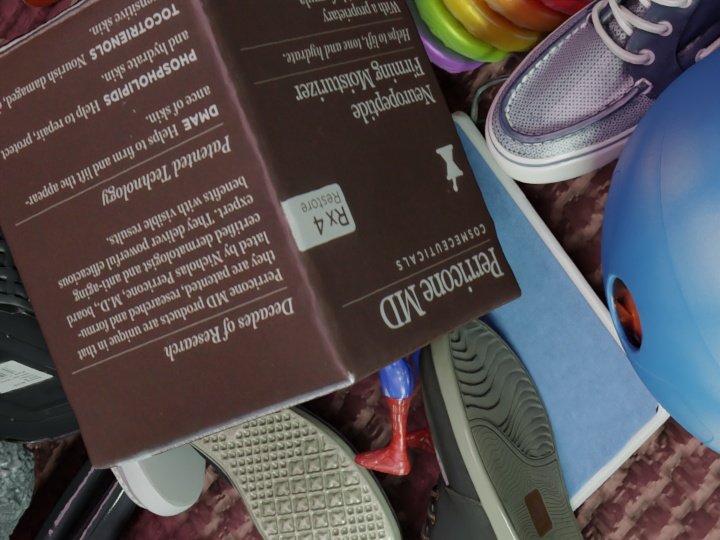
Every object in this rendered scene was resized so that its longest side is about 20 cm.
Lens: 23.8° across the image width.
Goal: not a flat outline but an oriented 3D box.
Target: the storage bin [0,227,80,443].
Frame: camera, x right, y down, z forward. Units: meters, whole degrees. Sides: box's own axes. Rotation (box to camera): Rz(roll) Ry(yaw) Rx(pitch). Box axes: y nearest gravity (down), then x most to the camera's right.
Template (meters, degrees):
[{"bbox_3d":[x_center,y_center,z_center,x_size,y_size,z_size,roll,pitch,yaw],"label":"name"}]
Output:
[{"bbox_3d":[-0.191,0.018,0.920,0.134,0.200,0.094,-18,67,22],"label":"storage bin"}]

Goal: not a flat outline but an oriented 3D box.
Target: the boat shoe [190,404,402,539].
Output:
[{"bbox_3d":[-0.046,0.108,0.978,0.200,0.062,0.075,40,94,26],"label":"boat shoe"}]

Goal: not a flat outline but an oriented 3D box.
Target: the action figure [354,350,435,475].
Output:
[{"bbox_3d":[0.000,0.000,0.928,0.098,0.065,0.202,12,109,35],"label":"action figure"}]

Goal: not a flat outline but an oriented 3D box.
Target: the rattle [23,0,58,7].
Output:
[{"bbox_3d":[-0.125,-0.205,1.047,0.143,0.130,0.200,-56,26,-6],"label":"rattle"}]

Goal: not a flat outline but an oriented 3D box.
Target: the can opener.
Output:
[{"bbox_3d":[-0.198,0.194,1.074,0.200,0.079,0.063,-48,60,11],"label":"can opener"}]

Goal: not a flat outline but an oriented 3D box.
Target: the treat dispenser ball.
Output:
[{"bbox_3d":[0.205,-0.009,0.741,0.200,0.200,0.203,-1,87,32],"label":"treat dispenser ball"}]

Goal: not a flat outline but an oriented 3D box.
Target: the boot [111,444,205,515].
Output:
[{"bbox_3d":[-0.166,0.074,1.056,0.095,0.073,0.201,-35,62,27],"label":"boot"}]

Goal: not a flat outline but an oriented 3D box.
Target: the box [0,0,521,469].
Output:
[{"bbox_3d":[-0.057,-0.038,0.815,0.164,0.166,0.201,-22,90,34],"label":"box"}]

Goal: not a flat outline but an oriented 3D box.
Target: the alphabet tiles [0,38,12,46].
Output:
[{"bbox_3d":[-0.166,-0.074,1.003,0.008,0.167,0.200,-48,28,-15],"label":"alphabet tiles"}]

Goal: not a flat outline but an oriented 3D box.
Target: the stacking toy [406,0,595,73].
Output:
[{"bbox_3d":[0.059,-0.146,0.913,0.200,0.116,0.110,-36,64,41],"label":"stacking toy"}]

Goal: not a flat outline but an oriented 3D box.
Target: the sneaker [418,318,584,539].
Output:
[{"bbox_3d":[0.051,0.129,0.892,0.106,0.075,0.201,-23,84,38],"label":"sneaker"}]

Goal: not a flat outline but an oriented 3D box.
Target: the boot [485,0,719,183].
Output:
[{"bbox_3d":[0.134,-0.124,0.778,0.200,0.090,0.073,-37,62,3],"label":"boot"}]

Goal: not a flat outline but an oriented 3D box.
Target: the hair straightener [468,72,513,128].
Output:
[{"bbox_3d":[0.131,-0.108,0.874,0.199,0.077,0.041,-17,41,37],"label":"hair straightener"}]

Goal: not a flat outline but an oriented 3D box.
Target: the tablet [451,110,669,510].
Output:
[{"bbox_3d":[0.075,0.028,0.914,0.201,0.014,0.130,56,134,21],"label":"tablet"}]

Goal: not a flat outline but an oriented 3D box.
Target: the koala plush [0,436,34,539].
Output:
[{"bbox_3d":[-0.300,0.086,1.068,0.182,0.178,0.201,-12,43,-7],"label":"koala plush"}]

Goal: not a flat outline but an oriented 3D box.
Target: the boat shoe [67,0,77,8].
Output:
[{"bbox_3d":[-0.110,-0.076,0.972,0.076,0.072,0.201,-6,126,48],"label":"boat shoe"}]
